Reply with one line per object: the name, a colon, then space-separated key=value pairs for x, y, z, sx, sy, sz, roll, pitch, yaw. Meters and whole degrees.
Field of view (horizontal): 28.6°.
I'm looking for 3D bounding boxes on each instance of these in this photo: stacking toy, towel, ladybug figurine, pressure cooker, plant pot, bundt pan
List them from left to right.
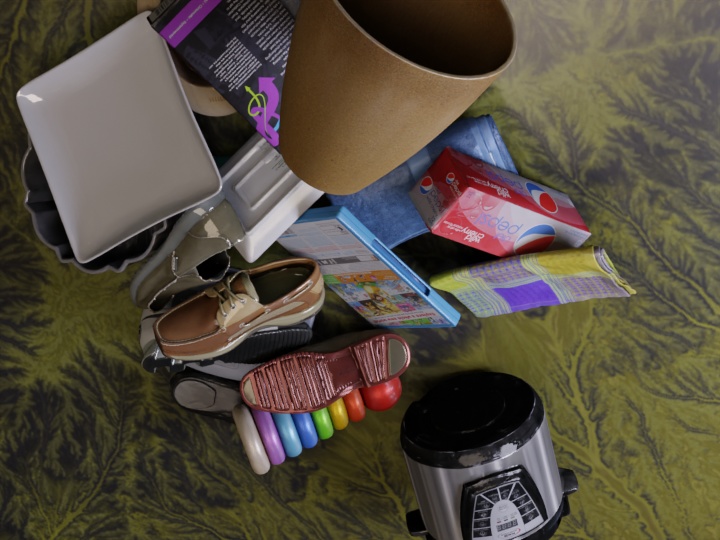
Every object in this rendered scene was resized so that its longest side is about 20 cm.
bundt pan: x=-0.268 y=-0.100 z=1.536 sx=0.199 sy=0.076 sz=0.205 roll=3 pitch=97 yaw=24
ladybug figurine: x=-0.160 y=-0.262 z=1.466 sx=0.134 sy=0.072 sz=0.202 roll=-3 pitch=117 yaw=9
stacking toy: x=-0.046 y=0.163 z=1.652 sx=0.198 sy=0.085 sz=0.086 roll=-22 pitch=115 yaw=-6
plant pot: x=0.007 y=-0.164 z=1.222 sx=0.185 sy=0.187 sz=0.201 roll=28 pitch=131 yaw=-8
towel: x=0.067 y=-0.088 z=1.511 sx=0.198 sy=0.049 sz=0.112 roll=-23 pitch=136 yaw=10
pressure cooker: x=0.148 y=0.241 z=1.635 sx=0.174 sy=0.178 sz=0.202 roll=8 pitch=124 yaw=39
towel: x=0.188 y=0.014 z=1.531 sx=0.198 sy=0.023 sz=0.143 roll=-8 pitch=160 yaw=22

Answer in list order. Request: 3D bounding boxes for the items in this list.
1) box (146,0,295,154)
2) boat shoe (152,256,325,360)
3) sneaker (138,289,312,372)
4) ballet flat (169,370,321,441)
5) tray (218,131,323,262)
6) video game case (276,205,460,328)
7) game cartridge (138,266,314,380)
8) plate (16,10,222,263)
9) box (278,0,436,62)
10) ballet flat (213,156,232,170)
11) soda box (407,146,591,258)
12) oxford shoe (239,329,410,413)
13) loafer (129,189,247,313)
box: x=-0.097 y=-0.232 z=1.423 sx=0.143 sy=0.036 sz=0.200 roll=-43 pitch=120 yaw=4
boat shoe: x=-0.131 y=0.031 z=1.534 sx=0.198 sy=0.076 sz=0.074 roll=-21 pitch=149 yaw=-20
sneaker: x=-0.153 y=0.058 z=1.598 sx=0.197 sy=0.089 sz=0.074 roll=-2 pitch=148 yaw=-17
ballet flat: x=-0.135 y=0.161 z=1.708 sx=0.198 sy=0.057 sz=0.067 roll=21 pitch=105 yaw=-11
tray: x=-0.081 y=-0.115 z=1.497 sx=0.200 sy=0.022 sz=0.108 roll=-44 pitch=68 yaw=5
video game case: x=0.000 y=0.000 z=1.544 sx=0.200 sy=0.018 sz=0.142 roll=42 pitch=153 yaw=-29
game cartridge: x=-0.157 y=0.061 z=1.658 sx=0.197 sy=0.042 sz=0.134 roll=16 pitch=123 yaw=-1
plate: x=-0.247 y=-0.136 z=1.464 sx=0.198 sy=0.032 sz=0.202 roll=-25 pitch=85 yaw=26
box: x=0.017 y=-0.276 z=1.362 sx=0.123 sy=0.201 sz=0.197 roll=-32 pitch=109 yaw=21
ballet flat: x=-0.108 y=-0.094 z=1.556 sx=0.197 sy=0.071 sz=0.066 roll=0 pitch=126 yaw=18
soda box: x=0.149 y=-0.060 z=1.482 sx=0.199 sy=0.064 sz=0.070 roll=16 pitch=126 yaw=-41
oxford shoe: x=-0.042 y=0.114 z=1.623 sx=0.197 sy=0.075 sz=0.071 roll=-12 pitch=102 yaw=-5
loafer: x=-0.184 y=-0.006 z=1.505 sx=0.070 sy=0.075 sz=0.200 roll=45 pitch=137 yaw=2
